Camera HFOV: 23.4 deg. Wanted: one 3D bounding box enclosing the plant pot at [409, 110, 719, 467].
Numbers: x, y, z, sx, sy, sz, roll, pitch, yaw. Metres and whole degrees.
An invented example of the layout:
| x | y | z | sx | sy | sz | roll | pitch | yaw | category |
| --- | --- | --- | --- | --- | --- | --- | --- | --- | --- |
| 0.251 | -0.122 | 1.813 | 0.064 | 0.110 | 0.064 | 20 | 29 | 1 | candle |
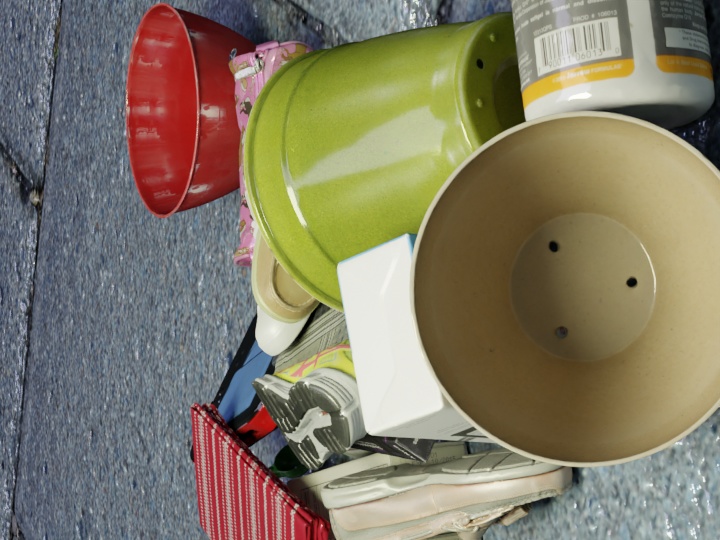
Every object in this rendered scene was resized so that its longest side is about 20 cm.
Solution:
| x | y | z | sx | sy | sz | roll | pitch | yaw | category |
| --- | --- | --- | --- | --- | --- | --- | --- | --- | --- |
| 0.134 | 0.010 | 1.044 | 0.134 | 0.199 | 0.202 | -5 | -87 | -83 | plant pot |

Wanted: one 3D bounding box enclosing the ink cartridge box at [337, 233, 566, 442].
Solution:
| x | y | z | sx | sy | sz | roll | pitch | yaw | category |
| --- | --- | --- | --- | --- | --- | --- | --- | --- | --- |
| 0.082 | 0.049 | 1.144 | 0.066 | 0.199 | 0.117 | -25 | 68 | 37 | ink cartridge box |

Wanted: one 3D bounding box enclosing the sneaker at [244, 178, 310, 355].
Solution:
| x | y | z | sx | sy | sz | roll | pitch | yaw | category |
| --- | --- | --- | --- | --- | --- | --- | --- | --- | --- |
| -0.068 | -0.029 | 1.411 | 0.073 | 0.084 | 0.201 | -34 | 36 | 54 | sneaker |

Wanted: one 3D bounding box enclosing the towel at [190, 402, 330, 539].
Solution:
| x | y | z | sx | sy | sz | roll | pitch | yaw | category |
| --- | --- | --- | --- | --- | --- | --- | --- | --- | --- |
| -0.084 | 0.214 | 1.454 | 0.200 | 0.022 | 0.145 | 39 | 138 | 46 | towel |

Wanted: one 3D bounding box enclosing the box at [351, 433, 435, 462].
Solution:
| x | y | z | sx | sy | sz | roll | pitch | yaw | category |
| --- | --- | --- | --- | --- | --- | --- | --- | --- | --- |
| 0.024 | 0.068 | 1.334 | 0.200 | 0.036 | 0.144 | 0 | 61 | 62 | box |

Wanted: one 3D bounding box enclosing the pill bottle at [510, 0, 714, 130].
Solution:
| x | y | z | sx | sy | sz | roll | pitch | yaw | category |
| --- | --- | --- | --- | --- | --- | --- | --- | --- | --- |
| 0.146 | -0.186 | 1.051 | 0.116 | 0.116 | 0.202 | -22 | 72 | 62 | pill bottle |

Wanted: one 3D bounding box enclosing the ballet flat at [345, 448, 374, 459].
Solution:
| x | y | z | sx | sy | sz | roll | pitch | yaw | category |
| --- | --- | --- | --- | --- | --- | --- | --- | --- | --- |
| -0.004 | 0.125 | 1.446 | 0.068 | 0.064 | 0.200 | -54 | 24 | -12 | ballet flat |

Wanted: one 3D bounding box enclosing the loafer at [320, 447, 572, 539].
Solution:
| x | y | z | sx | sy | sz | roll | pitch | yaw | category |
| --- | --- | --- | --- | --- | --- | --- | --- | --- | --- |
| 0.066 | 0.168 | 1.242 | 0.199 | 0.072 | 0.063 | -12 | 94 | 31 | loafer |

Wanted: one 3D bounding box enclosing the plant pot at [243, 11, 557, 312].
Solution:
| x | y | z | sx | sy | sz | roll | pitch | yaw | category |
| --- | --- | --- | --- | --- | --- | --- | --- | --- | --- |
| 0.055 | -0.084 | 1.185 | 0.192 | 0.199 | 0.202 | -20 | 74 | 51 | plant pot |

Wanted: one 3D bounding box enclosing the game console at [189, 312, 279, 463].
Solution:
| x | y | z | sx | sy | sz | roll | pitch | yaw | category |
| --- | --- | --- | --- | --- | --- | --- | --- | --- | --- |
| -0.085 | 0.081 | 1.546 | 0.200 | 0.031 | 0.178 | -37 | 29 | 58 | game console |

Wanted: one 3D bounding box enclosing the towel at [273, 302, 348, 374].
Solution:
| x | y | z | sx | sy | sz | roll | pitch | yaw | category |
| --- | --- | --- | --- | --- | --- | --- | --- | --- | --- |
| 0.000 | 0.000 | 1.372 | 0.200 | 0.034 | 0.194 | -35 | 34 | 55 | towel |

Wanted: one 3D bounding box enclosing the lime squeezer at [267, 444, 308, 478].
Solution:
| x | y | z | sx | sy | sz | roll | pitch | yaw | category |
| --- | --- | --- | --- | --- | --- | --- | --- | --- | --- |
| -0.064 | 0.143 | 1.561 | 0.201 | 0.070 | 0.038 | -59 | 18 | 13 | lime squeezer |

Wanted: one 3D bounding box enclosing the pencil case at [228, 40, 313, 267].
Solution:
| x | y | z | sx | sy | sz | roll | pitch | yaw | category |
| --- | --- | --- | --- | --- | --- | --- | --- | --- | --- |
| -0.074 | -0.098 | 1.524 | 0.083 | 0.086 | 0.202 | -16 | 74 | 56 | pencil case |

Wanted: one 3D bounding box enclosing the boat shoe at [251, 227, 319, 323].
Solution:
| x | y | z | sx | sy | sz | roll | pitch | yaw | category |
| --- | --- | --- | --- | --- | --- | --- | --- | --- | --- |
| -0.023 | -0.055 | 1.343 | 0.201 | 0.073 | 0.063 | -62 | 12 | -15 | boat shoe |

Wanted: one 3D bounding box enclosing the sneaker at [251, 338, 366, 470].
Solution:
| x | y | z | sx | sy | sz | roll | pitch | yaw | category |
| --- | --- | --- | --- | --- | --- | --- | --- | --- | --- |
| -0.013 | 0.090 | 1.266 | 0.078 | 0.090 | 0.200 | 57 | 161 | -8 | sneaker |

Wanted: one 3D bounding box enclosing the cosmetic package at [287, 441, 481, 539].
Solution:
| x | y | z | sx | sy | sz | roll | pitch | yaw | category |
| --- | --- | --- | --- | --- | --- | --- | --- | --- | --- |
| 0.016 | 0.203 | 1.391 | 0.200 | 0.071 | 0.106 | -25 | 70 | 62 | cosmetic package |

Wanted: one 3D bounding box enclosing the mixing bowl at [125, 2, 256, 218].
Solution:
| x | y | z | sx | sy | sz | roll | pitch | yaw | category |
| --- | --- | --- | --- | --- | --- | --- | --- | --- | --- |
| -0.141 | -0.150 | 1.643 | 0.200 | 0.108 | 0.202 | 5 | 95 | 64 | mixing bowl |
